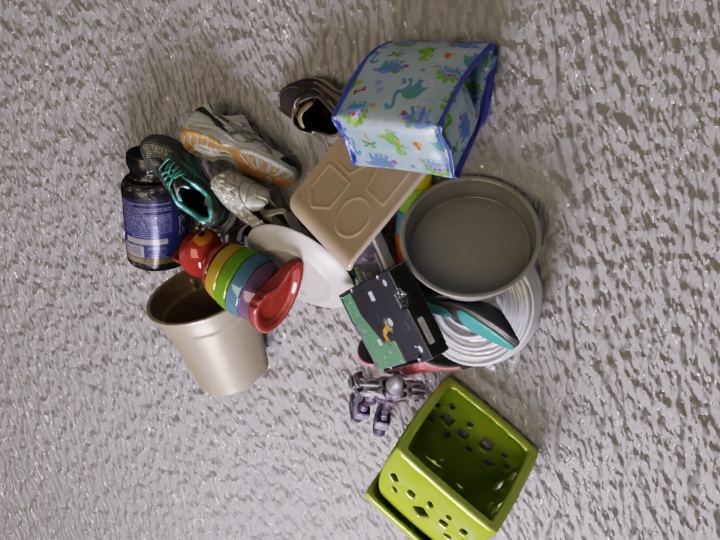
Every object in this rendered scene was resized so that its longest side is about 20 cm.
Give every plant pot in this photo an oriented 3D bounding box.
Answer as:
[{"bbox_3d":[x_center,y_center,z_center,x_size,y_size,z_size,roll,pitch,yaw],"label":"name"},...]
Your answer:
[{"bbox_3d":[0.136,0.332,1.419,0.199,0.199,0.182,39,132,7],"label":"plant pot"},{"bbox_3d":[-0.249,0.110,1.544,0.198,0.201,0.185,2,124,28],"label":"plant pot"}]

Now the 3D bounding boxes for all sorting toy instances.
[{"bbox_3d":[-0.002,-0.123,1.297,0.201,0.036,0.185,-53,48,10],"label":"sorting toy"}]

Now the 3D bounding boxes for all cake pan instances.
[{"bbox_3d":[0.155,-0.042,1.250,0.198,0.202,0.037,22,156,18],"label":"cake pan"}]

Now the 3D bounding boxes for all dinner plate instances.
[{"bbox_3d":[-0.102,0.002,1.428,0.198,0.024,0.201,24,151,14],"label":"dinner plate"}]

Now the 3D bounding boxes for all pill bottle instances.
[{"bbox_3d":[-0.358,-0.110,1.537,0.111,0.112,0.203,14,118,23],"label":"pill bottle"}]

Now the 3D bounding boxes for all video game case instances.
[{"bbox_3d":[0.000,0.000,1.396,0.181,0.023,0.202,-5,112,59],"label":"video game case"}]

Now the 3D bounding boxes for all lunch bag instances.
[{"bbox_3d":[0.081,-0.235,1.196,0.168,0.202,0.128,10,150,26],"label":"lunch bag"}]

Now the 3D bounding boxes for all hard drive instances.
[{"bbox_3d":[0.045,0.073,1.296,0.141,0.038,0.200,63,155,2],"label":"hard drive"}]

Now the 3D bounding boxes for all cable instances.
[{"bbox_3d":[0.172,0.043,1.323,0.199,0.069,0.202,30,115,18],"label":"cable"}]

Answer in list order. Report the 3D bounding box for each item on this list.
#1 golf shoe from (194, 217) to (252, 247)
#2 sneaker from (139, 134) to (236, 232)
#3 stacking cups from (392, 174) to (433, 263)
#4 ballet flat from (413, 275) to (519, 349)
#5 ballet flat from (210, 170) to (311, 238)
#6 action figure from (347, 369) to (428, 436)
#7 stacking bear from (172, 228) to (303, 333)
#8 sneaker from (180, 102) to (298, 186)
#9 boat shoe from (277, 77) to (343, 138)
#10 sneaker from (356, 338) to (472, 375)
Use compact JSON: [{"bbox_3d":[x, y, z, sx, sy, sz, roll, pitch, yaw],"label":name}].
[{"bbox_3d":[-0.229,-0.058,1.511,0.095,0.078,0.200,47,127,1],"label":"golf shoe"},{"bbox_3d":[-0.282,-0.145,1.413,0.200,0.091,0.078,43,101,4],"label":"sneaker"},{"bbox_3d":[0.076,-0.072,1.335,0.060,0.060,0.203,14,114,23],"label":"stacking cups"},{"bbox_3d":[0.147,0.045,1.262,0.198,0.073,0.074,22,122,28],"label":"ballet flat"},{"bbox_3d":[-0.151,-0.097,1.424,0.071,0.072,0.200,-27,123,35],"label":"ballet flat"},{"bbox_3d":[0.035,0.204,1.447,0.128,0.070,0.200,17,149,-8],"label":"action figure"},{"bbox_3d":[-0.204,0.003,1.399,0.199,0.122,0.114,31,146,19],"label":"stacking bear"},{"bbox_3d":[-0.184,-0.208,1.421,0.198,0.088,0.076,25,147,-9],"label":"sneaker"},{"bbox_3d":[-0.067,-0.242,1.311,0.199,0.073,0.076,22,118,44],"label":"boat shoe"},{"bbox_3d":[0.098,0.133,1.433,0.197,0.075,0.087,0,155,15],"label":"sneaker"}]
